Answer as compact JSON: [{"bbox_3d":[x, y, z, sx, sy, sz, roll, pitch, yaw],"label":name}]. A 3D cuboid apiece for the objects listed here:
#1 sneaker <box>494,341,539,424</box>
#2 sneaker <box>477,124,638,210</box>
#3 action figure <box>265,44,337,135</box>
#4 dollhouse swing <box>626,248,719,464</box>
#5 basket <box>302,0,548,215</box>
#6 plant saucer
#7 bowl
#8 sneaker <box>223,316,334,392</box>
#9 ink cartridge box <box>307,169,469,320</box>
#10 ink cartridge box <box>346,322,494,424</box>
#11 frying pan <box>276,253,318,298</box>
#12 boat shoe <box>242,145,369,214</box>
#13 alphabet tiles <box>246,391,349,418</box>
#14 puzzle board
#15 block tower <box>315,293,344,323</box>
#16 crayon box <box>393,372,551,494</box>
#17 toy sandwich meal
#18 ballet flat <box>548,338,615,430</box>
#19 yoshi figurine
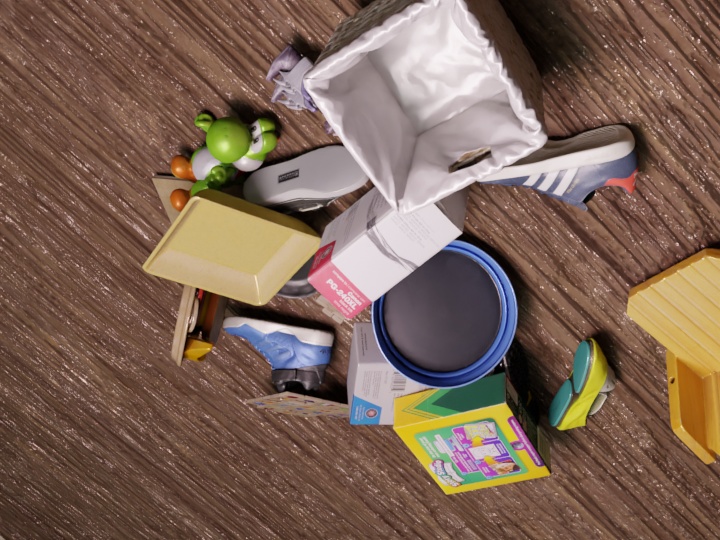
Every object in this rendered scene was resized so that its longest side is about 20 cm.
[{"bbox_3d":[0.208,0.186,1.462,0.089,0.070,0.202,1,132,27],"label":"sneaker"},{"bbox_3d":[0.231,-0.109,1.156,0.198,0.075,0.085,-4,124,34],"label":"sneaker"},{"bbox_3d":[-0.023,-0.195,1.215,0.199,0.070,0.130,35,-179,13],"label":"action figure"},{"bbox_3d":[0.434,0.107,1.184,0.174,0.184,0.200,25,144,-24],"label":"dollhouse swing"},{"bbox_3d":[0.080,-0.206,1.063,0.197,0.162,0.201,-25,115,28],"label":"basket"},{"bbox_3d":[-0.181,-0.039,1.379,0.198,0.049,0.200,19,141,-26],"label":"plant saucer"},{"bbox_3d":[0.113,0.058,1.331,0.197,0.039,0.204,0,95,0],"label":"bowl"},{"bbox_3d":[-0.143,0.140,1.594,0.197,0.113,0.077,9,178,18],"label":"sneaker"},{"bbox_3d":[0.039,-0.052,1.235,0.199,0.146,0.083,-37,107,26],"label":"ink cartridge box"},{"bbox_3d":[0.084,0.153,1.436,0.197,0.085,0.147,1,135,-7],"label":"ink cartridge box"},{"bbox_3d":[-0.089,-0.028,1.457,0.114,0.031,0.191,23,131,-13],"label":"frying pan"},{"bbox_3d":[-0.065,-0.119,1.342,0.197,0.072,0.064,-7,155,30],"label":"boat shoe"},{"bbox_3d":[-0.095,0.234,1.674,0.165,0.008,0.199,16,162,-27],"label":"alphabet tiles"},{"bbox_3d":[-0.214,-0.080,1.504,0.197,0.017,0.152,7,135,27],"label":"puzzle board"},{"bbox_3d":[0.000,0.000,1.420,0.054,0.058,0.200,34,138,-5],"label":"block tower"},{"bbox_3d":[0.164,0.241,1.420,0.170,0.059,0.201,-15,134,22],"label":"crayon box"},{"bbox_3d":[-0.245,0.062,1.528,0.069,0.207,0.206,12,140,-8],"label":"toy sandwich meal"},{"bbox_3d":[0.323,0.163,1.385,0.066,0.067,0.201,6,140,-4],"label":"ballet flat"},{"bbox_3d":[-0.202,-0.159,1.351,0.199,0.112,0.113,-27,106,39],"label":"yoshi figurine"}]
